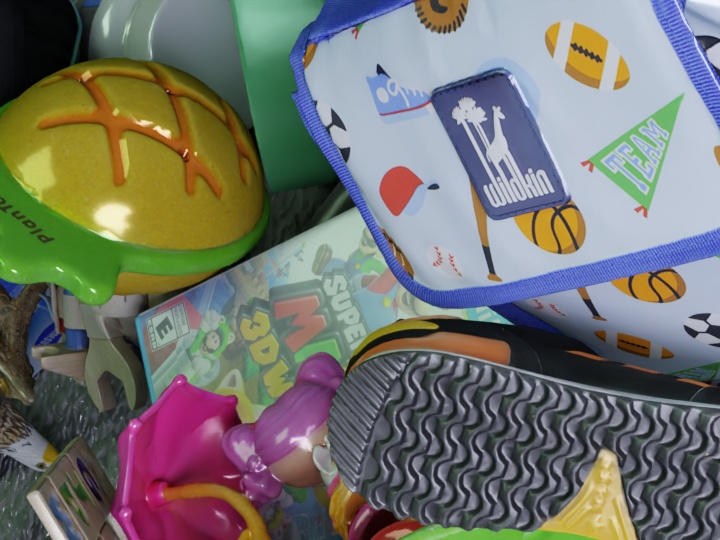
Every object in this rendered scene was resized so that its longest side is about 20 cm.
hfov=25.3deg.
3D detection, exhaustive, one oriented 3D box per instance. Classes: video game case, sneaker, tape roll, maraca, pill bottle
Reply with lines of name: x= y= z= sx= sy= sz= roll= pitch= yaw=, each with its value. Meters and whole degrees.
video game case: x=-0.011 y=0.051 z=0.720 sx=0.200 sy=0.018 sz=0.143 roll=-25 pitch=68 yaw=28
sneaker: x=0.091 y=0.055 z=0.527 sx=0.090 sy=0.200 sz=0.070 roll=-72 pitch=-2 yaw=-71
tape roll: x=-0.040 y=-0.141 z=0.812 sx=0.200 sy=0.048 sz=0.201 roll=170 pitch=90 yaw=-90
maraca: x=-0.121 y=-0.039 z=0.755 sx=0.137 sy=0.200 sz=0.107 roll=33 pitch=119 yaw=15
pill bottle: x=-0.133 y=-0.134 z=0.994 sx=0.200 sy=0.114 sz=0.114 roll=10 pitch=79 yaw=56

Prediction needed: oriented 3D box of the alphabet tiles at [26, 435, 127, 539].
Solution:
alphabet tiles: x=-0.073 y=0.163 z=0.663 sx=0.008 sy=0.200 sz=0.167 roll=-31 pitch=3 yaw=-4

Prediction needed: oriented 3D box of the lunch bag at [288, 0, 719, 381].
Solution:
lunch bag: x=0.096 y=-0.042 z=0.524 sx=0.170 sy=0.200 sz=0.124 roll=-13 pitch=52 yaw=50

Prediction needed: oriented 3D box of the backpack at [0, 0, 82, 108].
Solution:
backpack: x=-0.246 y=-0.085 z=0.868 sx=0.153 sy=0.176 sz=0.200 roll=-59 pitch=28 yaw=21

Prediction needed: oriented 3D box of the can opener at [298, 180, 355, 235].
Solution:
can opener: x=0.000 y=0.000 z=0.784 sx=0.053 sy=0.067 sz=0.200 roll=37 pitch=90 yaw=35

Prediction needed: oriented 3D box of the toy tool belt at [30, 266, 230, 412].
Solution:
toy tool belt: x=-0.127 y=0.021 z=0.917 sx=0.200 sy=0.125 sz=0.123 roll=-140 pitch=42 yaw=-59

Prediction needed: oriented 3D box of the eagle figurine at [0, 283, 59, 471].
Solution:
eagle figurine: x=-0.252 y=0.104 z=1.003 sx=0.151 sy=0.152 sz=0.200 roll=46 pitch=125 yaw=10

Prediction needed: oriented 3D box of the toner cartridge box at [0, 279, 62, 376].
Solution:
toner cartridge box: x=-0.259 y=0.042 z=1.134 sx=0.200 sy=0.043 sz=0.095 roll=-38 pitch=44 yaw=37

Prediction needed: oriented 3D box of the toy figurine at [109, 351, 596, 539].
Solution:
toy figurine: x=-0.017 y=0.095 z=0.643 sx=0.200 sy=0.150 sz=0.184 roll=-46 pitch=47 yaw=-6
